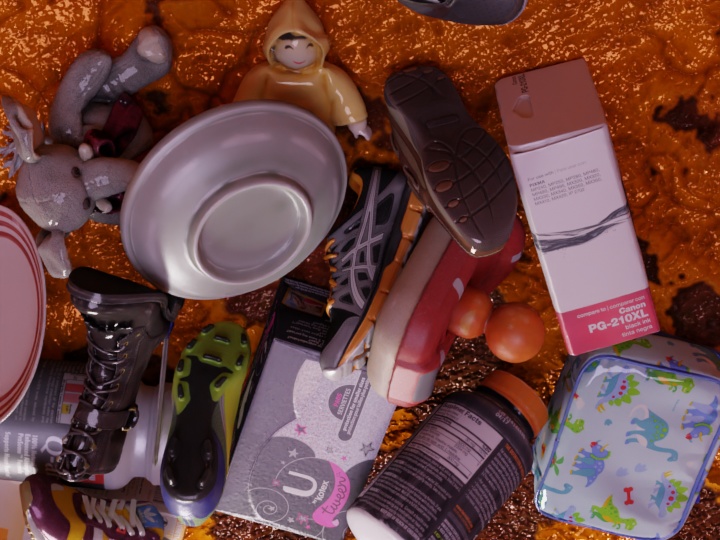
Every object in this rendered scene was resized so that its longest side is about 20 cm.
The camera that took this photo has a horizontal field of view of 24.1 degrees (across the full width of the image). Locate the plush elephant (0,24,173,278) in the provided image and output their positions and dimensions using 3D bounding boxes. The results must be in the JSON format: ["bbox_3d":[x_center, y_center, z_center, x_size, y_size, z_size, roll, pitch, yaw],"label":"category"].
[{"bbox_3d":[-0.225,-0.089,1.409,0.198,0.155,0.166,-12,119,8],"label":"plush elephant"}]

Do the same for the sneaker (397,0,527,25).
[{"bbox_3d":[0.041,-0.237,1.358,0.199,0.082,0.077,18,119,-8],"label":"sneaker"}]

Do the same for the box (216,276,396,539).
[{"bbox_3d":[-0.044,0.132,1.555,0.131,0.115,0.201,17,120,-7],"label":"box"}]

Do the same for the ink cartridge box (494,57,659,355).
[{"bbox_3d":[0.181,-0.056,1.421,0.084,0.145,0.201,-16,118,7],"label":"ink cartridge box"}]

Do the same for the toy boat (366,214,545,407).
[{"bbox_3d":[0.097,0.035,1.442,0.130,0.201,0.131,24,143,10],"label":"toy boat"}]

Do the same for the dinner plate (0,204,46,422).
[{"bbox_3d":[-0.329,0.042,1.490,0.024,0.201,0.201,9,127,-44],"label":"dinner plate"}]

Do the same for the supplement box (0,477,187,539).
[{"bbox_3d":[-0.270,0.248,1.653,0.198,0.074,0.127,13,119,-5],"label":"supplement box"}]

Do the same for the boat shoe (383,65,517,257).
[{"bbox_3d":[0.074,-0.083,1.394,0.075,0.201,0.072,-11,140,-13],"label":"boat shoe"}]

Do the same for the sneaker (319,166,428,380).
[{"bbox_3d":[0.000,0.000,1.462,0.077,0.201,0.078,19,160,5],"label":"sneaker"}]

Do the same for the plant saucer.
[{"bbox_3d":[-0.095,-0.044,1.383,0.199,0.050,0.201,-17,135,-17],"label":"plant saucer"}]

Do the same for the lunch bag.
[{"bbox_3d":[0.253,0.152,1.576,0.159,0.083,0.201,12,120,-4],"label":"lunch bag"}]

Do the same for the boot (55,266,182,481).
[{"bbox_3d":[-0.214,0.094,1.417,0.069,0.200,0.175,19,87,15],"label":"boot"}]

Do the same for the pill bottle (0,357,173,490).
[{"bbox_3d":[-0.264,0.142,1.568,0.198,0.116,0.117,6,120,-1],"label":"pill bottle"}]

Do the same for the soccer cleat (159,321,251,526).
[{"bbox_3d":[-0.141,0.136,1.526,0.064,0.201,0.084,7,142,4],"label":"soccer cleat"}]

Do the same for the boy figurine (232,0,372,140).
[{"bbox_3d":[-0.050,-0.134,1.433,0.123,0.065,0.201,7,124,-1],"label":"boy figurine"}]

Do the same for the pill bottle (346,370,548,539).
[{"bbox_3d":[0.087,0.184,1.541,0.200,0.106,0.107,-46,117,-22],"label":"pill bottle"}]

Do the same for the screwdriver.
[{"bbox_3d":[-0.180,0.075,1.521,0.029,0.028,0.202,9,87,4],"label":"screwdriver"}]

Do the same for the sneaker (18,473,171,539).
[{"bbox_3d":[-0.232,0.230,1.544,0.090,0.075,0.200,-26,141,10],"label":"sneaker"}]
